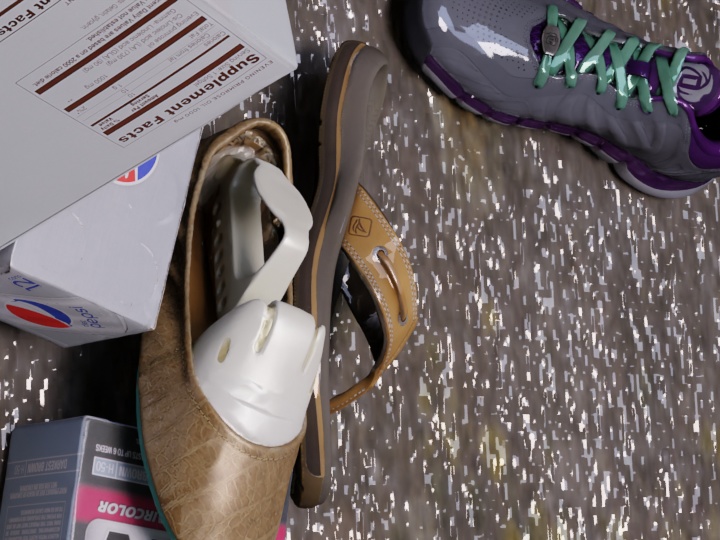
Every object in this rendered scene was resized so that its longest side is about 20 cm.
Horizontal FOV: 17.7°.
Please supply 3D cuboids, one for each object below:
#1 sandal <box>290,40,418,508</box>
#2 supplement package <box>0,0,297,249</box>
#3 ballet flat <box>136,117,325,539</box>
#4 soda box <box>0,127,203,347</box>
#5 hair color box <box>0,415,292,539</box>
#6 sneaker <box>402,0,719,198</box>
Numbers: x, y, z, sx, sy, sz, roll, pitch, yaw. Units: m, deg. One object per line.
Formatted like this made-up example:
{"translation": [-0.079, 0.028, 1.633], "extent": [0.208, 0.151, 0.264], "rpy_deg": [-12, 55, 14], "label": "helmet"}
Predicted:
{"translation": [0.000, 0.000, 0.958], "extent": [0.054, 0.082, 0.200], "rpy_deg": [9, 66, 0], "label": "sandal"}
{"translation": [-0.149, -0.146, 0.759], "extent": [0.200, 0.147, 0.192], "rpy_deg": [33, 36, -46], "label": "supplement package"}
{"translation": [-0.044, 0.016, 0.879], "extent": [0.068, 0.072, 0.200], "rpy_deg": [27, 40, -28], "label": "ballet flat"}
{"translation": [-0.099, -0.076, 0.875], "extent": [0.068, 0.063, 0.200], "rpy_deg": [25, 67, -35], "label": "soda box"}
{"translation": [-0.090, 0.164, 0.875], "extent": [0.099, 0.061, 0.200], "rpy_deg": [16, 74, -35], "label": "hair color box"}
{"translation": [0.115, -0.096, 1.061], "extent": [0.200, 0.087, 0.075], "rpy_deg": [21, 70, -34], "label": "sneaker"}
